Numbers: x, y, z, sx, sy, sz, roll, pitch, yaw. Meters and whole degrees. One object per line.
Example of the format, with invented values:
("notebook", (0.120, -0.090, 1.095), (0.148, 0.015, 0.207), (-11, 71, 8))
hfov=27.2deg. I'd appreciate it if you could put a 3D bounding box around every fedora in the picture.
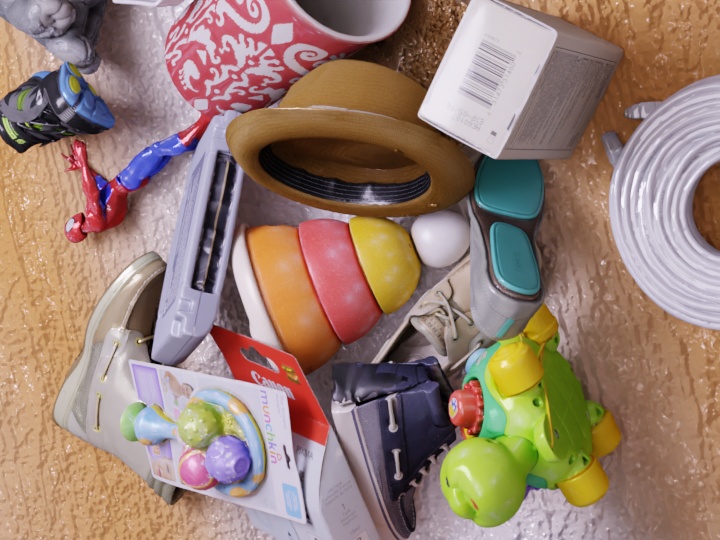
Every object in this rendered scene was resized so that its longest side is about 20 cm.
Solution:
("fedora", (-0.005, -0.109, 1.171), (0.200, 0.201, 0.082), (2, 67, 23))

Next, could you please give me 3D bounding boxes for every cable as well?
("cable", (0.292, -0.052, 1.145), (0.200, 0.069, 0.200), (-16, 88, 23))

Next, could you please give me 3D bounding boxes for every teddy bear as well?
("teddy bear", (0.033, -0.147, 1.256), (0.145, 0.067, 0.200), (12, 103, 35))

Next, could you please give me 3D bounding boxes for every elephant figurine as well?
("elephant figurine", (-0.236, -0.288, 1.333), (0.200, 0.155, 0.141), (-55, 33, 2))

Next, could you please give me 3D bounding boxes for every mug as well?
("mug", (-0.055, -0.216, 1.234), (0.200, 0.177, 0.134), (-29, 94, 51))

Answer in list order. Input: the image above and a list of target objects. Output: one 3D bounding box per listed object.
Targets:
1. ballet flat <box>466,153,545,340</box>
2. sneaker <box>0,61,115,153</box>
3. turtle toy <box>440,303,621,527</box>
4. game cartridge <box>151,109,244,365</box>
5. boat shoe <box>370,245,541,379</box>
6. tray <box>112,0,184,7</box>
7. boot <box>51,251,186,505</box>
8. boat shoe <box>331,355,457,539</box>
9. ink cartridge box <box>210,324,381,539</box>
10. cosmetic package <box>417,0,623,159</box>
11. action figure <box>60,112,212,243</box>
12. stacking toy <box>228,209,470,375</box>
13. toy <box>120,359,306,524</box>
("ballet flat", (0.109, -0.024, 1.181), (0.067, 0.200, 0.064), (17, 130, -9))
("sneaker", (-0.277, -0.136, 1.324), (0.083, 0.200, 0.071), (-43, 111, -17))
("turtle toy", (0.122, 0.124, 1.166), (0.101, 0.200, 0.146), (-25, 104, 26))
("game cartridge", (-0.138, -0.024, 1.278), (0.041, 0.133, 0.200), (15, 71, -17))
("boat shoe", (0.073, 0.047, 1.247), (0.072, 0.065, 0.200), (47, 110, 13))
("tray", (-0.116, -0.284, 1.252), (0.200, 0.107, 0.022), (-47, 117, -12))
("boot", (-0.183, 0.098, 1.357), (0.155, 0.072, 0.200), (34, 111, 18))
("boat shoe", (0.042, 0.153, 1.231), (0.093, 0.075, 0.200), (-9, 132, 10))
("ink cartridge box", (-0.071, 0.148, 1.244), (0.160, 0.047, 0.200), (16, 135, 55))
("cosmetic package", (0.127, -0.144, 1.137), (0.073, 0.200, 0.104), (30, 104, 17))
("action figure", (-0.217, -0.110, 1.357), (0.200, 0.065, 0.099), (-44, 86, 19))
("stacking toy", (0.000, 0.000, 1.263), (0.200, 0.146, 0.146), (-21, 86, 4))
("toy", (-0.134, 0.146, 1.242), (0.200, 0.047, 0.115), (9, 114, 46))
